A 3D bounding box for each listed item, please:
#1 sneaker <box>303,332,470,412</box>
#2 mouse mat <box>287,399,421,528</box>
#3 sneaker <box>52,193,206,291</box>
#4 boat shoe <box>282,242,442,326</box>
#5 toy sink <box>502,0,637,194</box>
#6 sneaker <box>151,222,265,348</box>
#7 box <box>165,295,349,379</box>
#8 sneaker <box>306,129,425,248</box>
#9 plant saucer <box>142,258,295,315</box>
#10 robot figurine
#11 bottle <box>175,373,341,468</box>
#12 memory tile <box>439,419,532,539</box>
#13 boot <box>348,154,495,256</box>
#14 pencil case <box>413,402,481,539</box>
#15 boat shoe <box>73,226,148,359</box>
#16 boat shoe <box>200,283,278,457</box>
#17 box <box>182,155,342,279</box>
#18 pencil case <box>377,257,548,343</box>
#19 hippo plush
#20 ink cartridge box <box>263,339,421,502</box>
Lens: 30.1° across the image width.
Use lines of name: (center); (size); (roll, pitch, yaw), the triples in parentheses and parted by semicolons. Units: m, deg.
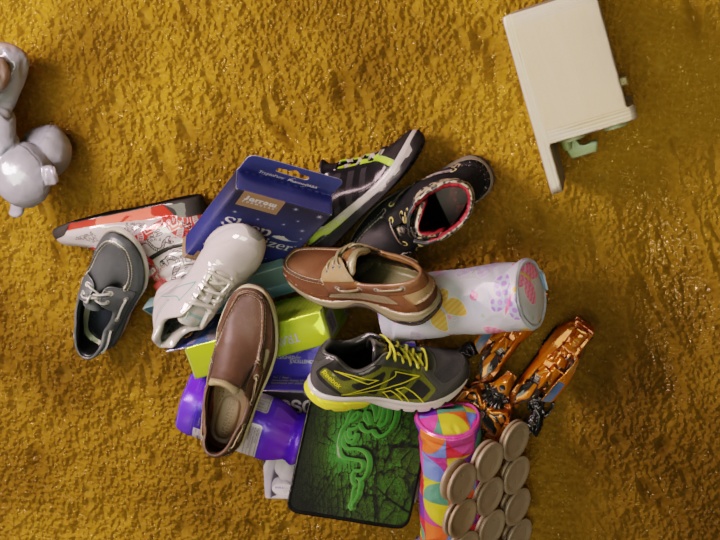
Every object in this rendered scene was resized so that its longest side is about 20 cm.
sneaker: (0.036, 0.114, 1.542); (0.198, 0.075, 0.085); (-6, 136, -16)
mouse mat: (0.005, 0.203, 1.601); (0.159, 0.008, 0.202); (11, 92, -18)
sneaker: (-0.277, -0.023, 1.648); (0.199, 0.067, 0.109); (-10, 98, 10)
boat shoe: (0.000, 0.000, 1.516); (0.198, 0.076, 0.074); (12, 144, 28)
toy sink: (0.239, -0.201, 1.478); (0.111, 0.130, 0.202); (-15, 99, 13)
sneaker: (-0.176, 0.024, 1.553); (0.070, 0.081, 0.200); (32, 126, -21)
box: (-0.121, 0.075, 1.612); (0.198, 0.122, 0.048); (-15, 101, 14)
sneaker: (-0.013, -0.106, 1.577); (0.083, 0.072, 0.200); (46, 106, -1)
plant saucer: (-0.165, 0.027, 1.637); (0.198, 0.070, 0.019); (-17, 62, 18)
robot figurine: (0.180, 0.120, 1.598); (0.145, 0.058, 0.201); (36, 106, 4)
bottle: (-0.121, 0.187, 1.618); (0.198, 0.066, 0.084); (18, 140, 0)
memory tile: (0.150, 0.283, 1.583); (0.017, 0.153, 0.202); (23, 131, 38)
boot: (0.058, -0.055, 1.532); (0.203, 0.154, 0.074); (-34, 95, 16)
pencil case: (0.106, 0.251, 1.600); (0.087, 0.089, 0.202); (4, 121, 10)
boat shoe: (-0.309, 0.033, 1.629); (0.072, 0.062, 0.201); (29, 134, 5)
boat shoe: (-0.140, 0.119, 1.522); (0.074, 0.075, 0.204); (11, 103, 9)
box: (-0.115, -0.058, 1.548); (0.120, 0.033, 0.200); (14, 145, -24)
pencil case: (0.115, 0.036, 1.548); (0.198, 0.091, 0.084); (-7, 98, 32)
hippo plush: (-0.417, -0.161, 1.590); (0.161, 0.200, 0.159); (40, 129, -8)
ink cartridge box: (-0.026, 0.187, 1.662); (0.196, 0.043, 0.202); (0, 101, 11)
